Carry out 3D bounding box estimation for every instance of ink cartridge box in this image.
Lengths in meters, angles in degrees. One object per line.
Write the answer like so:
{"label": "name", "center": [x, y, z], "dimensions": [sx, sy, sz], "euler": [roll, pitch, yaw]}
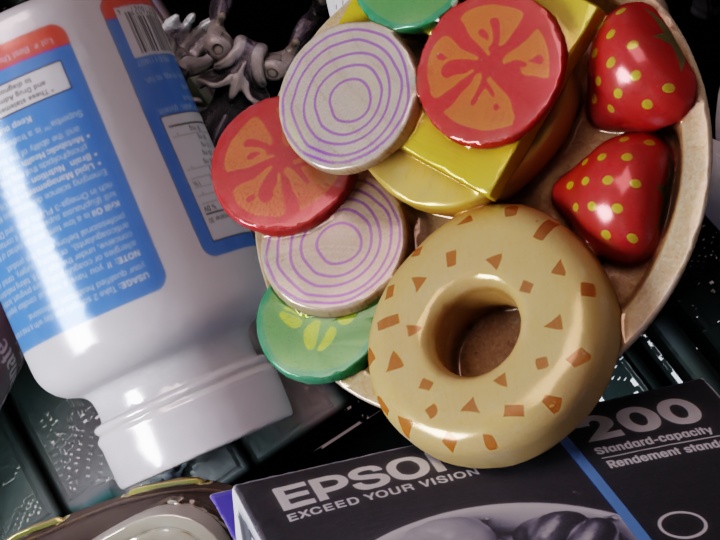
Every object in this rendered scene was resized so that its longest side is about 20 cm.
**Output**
{"label": "ink cartridge box", "center": [0.058, 0.095, 0.878], "dimensions": [0.197, 0.044, 0.200], "euler": [-11, 25, -15]}

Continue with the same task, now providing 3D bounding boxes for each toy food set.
{"label": "toy food set", "center": [0.037, -0.037, 0.909], "dimensions": [0.198, 0.049, 0.201], "euler": [30, 92, 30]}

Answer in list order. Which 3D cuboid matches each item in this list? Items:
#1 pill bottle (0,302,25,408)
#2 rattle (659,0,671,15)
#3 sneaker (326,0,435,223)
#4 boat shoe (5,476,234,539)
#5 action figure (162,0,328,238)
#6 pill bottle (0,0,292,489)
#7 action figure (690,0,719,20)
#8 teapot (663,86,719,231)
{"label": "pill bottle", "center": [-0.217, 0.054, 1.050], "dimensions": [0.110, 0.111, 0.200], "euler": [5, 52, 25]}
{"label": "rattle", "center": [0.068, -0.090, 1.032], "dimensions": [0.130, 0.143, 0.201], "euler": [14, 56, 9]}
{"label": "sneaker", "center": [0.038, -0.053, 0.982], "dimensions": [0.074, 0.087, 0.201], "euler": [-30, 80, 19]}
{"label": "boat shoe", "center": [-0.133, 0.142, 1.003], "dimensions": [0.199, 0.072, 0.060], "euler": [-25, 10, 21]}
{"label": "action figure", "center": [-0.051, -0.087, 1.099], "dimensions": [0.119, 0.102, 0.201], "euler": [25, 110, 5]}
{"label": "pill bottle", "center": [-0.106, -0.013, 1.018], "dimensions": [0.112, 0.112, 0.201], "euler": [-23, 87, 6]}
{"label": "action figure", "center": [0.189, -0.192, 1.007], "dimensions": [0.193, 0.200, 0.105], "euler": [-31, 43, -9]}
{"label": "teapot", "center": [0.231, -0.081, 0.949], "dimensions": [0.197, 0.146, 0.201], "euler": [5, 59, 25]}
